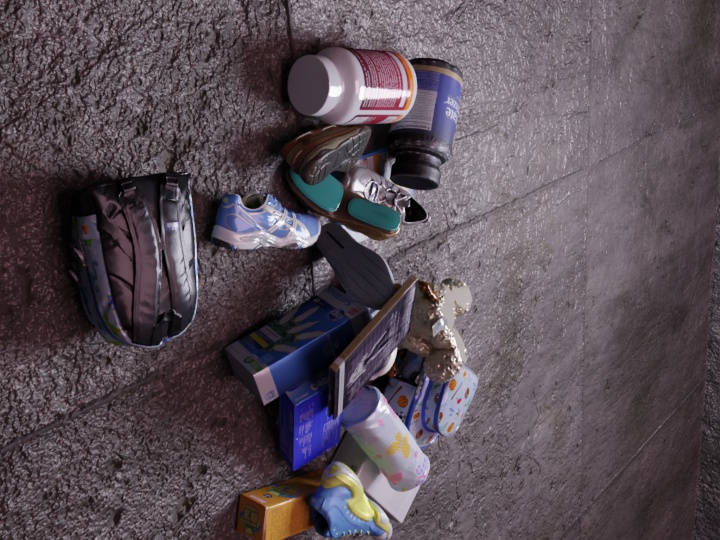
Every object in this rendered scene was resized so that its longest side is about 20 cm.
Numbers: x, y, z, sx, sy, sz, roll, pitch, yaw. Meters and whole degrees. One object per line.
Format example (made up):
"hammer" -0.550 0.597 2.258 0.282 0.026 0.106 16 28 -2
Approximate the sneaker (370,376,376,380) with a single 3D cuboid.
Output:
"sneaker" -0.051 0.173 1.439 0.201 0.067 0.109 36 74 -47

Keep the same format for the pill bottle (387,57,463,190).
"pill bottle" 0.106 -0.243 1.466 0.111 0.111 0.202 21 75 -51

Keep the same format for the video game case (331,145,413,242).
"video game case" 0.024 -0.132 1.488 0.199 0.018 0.145 -24 117 -46

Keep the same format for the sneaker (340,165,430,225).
"sneaker" 0.043 -0.122 1.432 0.199 0.081 0.076 16 87 -50

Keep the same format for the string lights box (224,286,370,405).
"string lights box" -0.089 0.108 1.297 0.199 0.103 0.059 -30 123 -22

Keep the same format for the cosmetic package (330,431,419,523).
"cosmetic package" 0.030 0.370 1.586 0.102 0.074 0.200 -59 136 -22

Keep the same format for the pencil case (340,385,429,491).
"pencil case" 0.038 0.283 1.457 0.083 0.090 0.201 -51 123 -25

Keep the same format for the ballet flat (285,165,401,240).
"ballet flat" -0.032 -0.098 1.354 0.198 0.072 0.068 23 62 -8

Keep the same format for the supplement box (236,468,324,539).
"supplement box" -0.107 0.383 1.421 0.199 0.066 0.070 -6 104 -51

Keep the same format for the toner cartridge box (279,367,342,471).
"toner cartridge box" -0.076 0.227 1.355 0.094 0.043 0.201 -28 147 -26

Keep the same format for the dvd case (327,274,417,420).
"dvd case" 0.017 0.115 1.293 0.200 0.016 0.149 -47 158 -29

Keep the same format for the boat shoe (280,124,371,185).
"boat shoe" -0.051 -0.192 1.325 0.200 0.074 0.076 -34 154 -58

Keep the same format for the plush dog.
"plush dog" 0.082 0.085 1.487 0.160 0.171 0.202 42 44 -39

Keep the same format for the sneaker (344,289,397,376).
"sneaker" 0.002 0.077 1.425 0.084 0.075 0.201 30 36 -42

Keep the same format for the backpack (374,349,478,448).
"backpack" 0.118 0.230 1.605 0.200 0.153 0.192 33 84 -53

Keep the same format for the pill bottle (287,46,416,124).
"pill bottle" -0.012 -0.280 1.326 0.199 0.112 0.114 -12 109 -50

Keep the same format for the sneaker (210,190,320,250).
"sneaker" -0.127 -0.074 1.267 0.199 0.075 0.078 -7 109 -52

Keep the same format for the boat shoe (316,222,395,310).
"boat shoe" 0.000 0.000 1.358 0.073 0.200 0.067 -32 139 -5

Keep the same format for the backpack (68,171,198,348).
"backpack" -0.273 -0.005 1.069 0.163 0.153 0.202 -20 93 -49

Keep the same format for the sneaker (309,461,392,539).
"sneaker" -0.026 0.405 1.430 0.105 0.075 0.201 -45 124 -20
